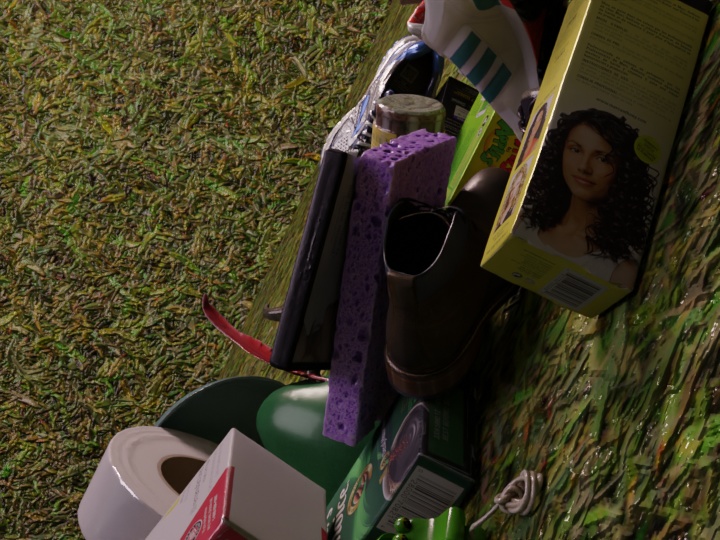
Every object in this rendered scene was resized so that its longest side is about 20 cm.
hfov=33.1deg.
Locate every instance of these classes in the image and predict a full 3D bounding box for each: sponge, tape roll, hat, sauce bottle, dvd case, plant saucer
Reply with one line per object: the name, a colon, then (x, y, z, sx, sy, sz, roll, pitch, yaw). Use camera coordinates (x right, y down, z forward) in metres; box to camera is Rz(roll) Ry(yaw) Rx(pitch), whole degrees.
sponge: (0.020, 0.009, 0.836, 0.112, 0.030, 0.201, -29, -49, -62)
tape roll: (-0.147, 0.223, 1.090, 0.071, 0.202, 0.202, -63, 8, 11)
hat: (-0.075, 0.116, 1.024, 0.166, 0.176, 0.200, -67, 9, -14)
sauce bottle: (0.034, -0.053, 1.067, 0.065, 0.064, 0.201, -82, -1, -64)
dvd case: (0.000, 0.000, 0.848, 0.200, 0.017, 0.143, 11, -86, -70)
plant saucer: (-0.145, 0.186, 1.230, 0.036, 0.200, 0.200, 40, 107, 47)

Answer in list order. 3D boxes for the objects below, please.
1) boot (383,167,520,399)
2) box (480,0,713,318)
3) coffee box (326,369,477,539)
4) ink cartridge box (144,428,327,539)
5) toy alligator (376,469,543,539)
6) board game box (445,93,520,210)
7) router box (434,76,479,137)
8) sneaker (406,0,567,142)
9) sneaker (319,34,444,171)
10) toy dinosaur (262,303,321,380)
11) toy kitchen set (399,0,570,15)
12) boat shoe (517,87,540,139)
boot: (0.065, -0.022, 0.785, 0.097, 0.074, 0.200, 78, -152, -45)
box: (0.134, -0.079, 0.676, 0.050, 0.075, 0.200, 127, 165, -63)
coffee box: (0.012, 0.164, 0.805, 0.200, 0.044, 0.123, -60, 9, 28)
ink cartridge box: (-0.112, 0.222, 0.777, 0.200, 0.083, 0.145, -52, 12, 10)
toy alligator: (0.028, 0.163, 0.675, 0.200, 0.054, 0.059, -58, 11, 37)
board game box: (0.102, -0.089, 0.981, 0.200, 0.048, 0.102, -63, 8, 8)
router box: (0.054, -0.070, 1.209, 0.200, 0.052, 0.158, -56, 13, 46)
sneaker: (0.087, -0.159, 0.825, 0.070, 0.093, 0.200, -62, -39, -30)
sneaker: (0.022, -0.145, 1.193, 0.200, 0.077, 0.085, -64, 12, 0)
toy dinosaur: (-0.031, 0.063, 1.197, 0.103, 0.077, 0.200, -63, 29, 9)
toy kitchen set: (0.143, -0.252, 0.878, 0.163, 0.199, 0.181, 61, -140, -46)
boat shoe: (0.131, -0.097, 0.769, 0.201, 0.065, 0.072, -66, 10, -4)
